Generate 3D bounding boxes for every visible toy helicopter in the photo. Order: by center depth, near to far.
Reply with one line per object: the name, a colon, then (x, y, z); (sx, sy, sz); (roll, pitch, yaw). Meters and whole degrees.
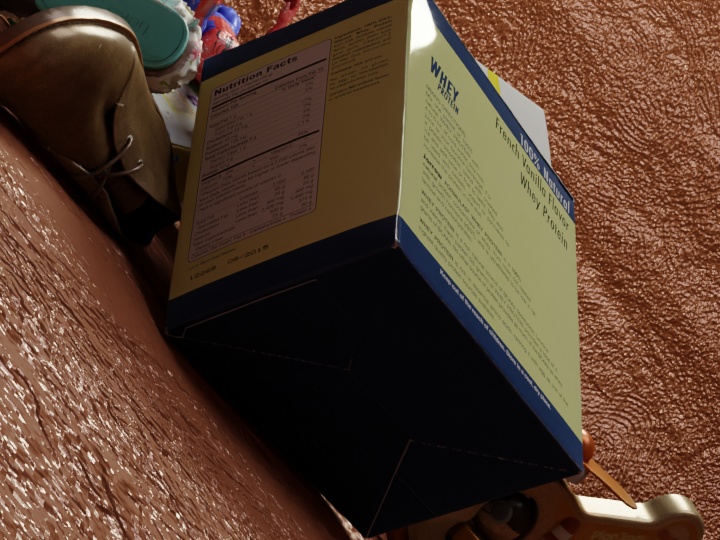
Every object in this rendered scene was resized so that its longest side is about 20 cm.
toy helicopter: (0.122, 0.141, 1.204); (0.200, 0.132, 0.079); (7, 29, -28)

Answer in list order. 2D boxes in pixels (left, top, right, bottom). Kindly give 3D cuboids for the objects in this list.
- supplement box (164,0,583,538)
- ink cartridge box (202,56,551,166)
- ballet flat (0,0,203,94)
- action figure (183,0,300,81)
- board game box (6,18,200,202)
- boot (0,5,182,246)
supplement box: (0.014, -0.006, 1.078); (0.200, 0.134, 0.200); (50, 31, -39)
ink cartridge box: (0.014, -0.079, 1.275); (0.200, 0.145, 0.084); (27, 56, -56)
ballet flat: (-0.173, -0.157, 1.119); (0.200, 0.076, 0.064); (38, -11, 5)
action figure: (-0.081, -0.181, 1.341); (0.065, 0.099, 0.200); (36, 23, -24)
board game box: (-0.119, -0.106, 1.309); (0.153, 0.040, 0.200); (55, 20, 25)
boot: (-0.129, -0.070, 1.021); (0.076, 0.074, 0.200); (65, 4, 19)
